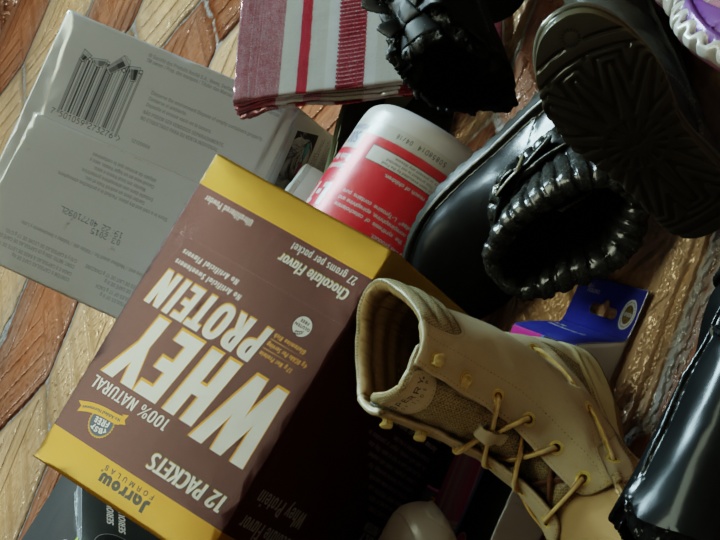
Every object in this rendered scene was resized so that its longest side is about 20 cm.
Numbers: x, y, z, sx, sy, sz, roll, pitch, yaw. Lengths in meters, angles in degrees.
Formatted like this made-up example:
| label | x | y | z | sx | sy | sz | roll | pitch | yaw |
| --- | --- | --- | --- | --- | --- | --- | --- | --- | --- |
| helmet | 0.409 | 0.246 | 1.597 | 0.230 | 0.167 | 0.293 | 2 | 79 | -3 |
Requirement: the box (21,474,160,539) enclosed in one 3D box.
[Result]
| label | x | y | z | sx | sy | sz | roll | pitch | yaw |
| --- | --- | --- | --- | --- | --- | --- | --- | --- | --- |
| box | -0.128 | 0.237 | 1.631 | 0.149 | 0.199 | 0.125 | -55 | 22 | 24 |

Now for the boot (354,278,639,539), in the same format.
| label | x | y | z | sx | sy | sz | roll | pitch | yaw |
| --- | --- | --- | --- | --- | --- | --- | --- | --- | --- |
| boot | 0.079 | 0.093 | 1.319 | 0.073 | 0.155 | 0.200 | -47 | 38 | 26 |

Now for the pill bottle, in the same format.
| label | x | y | z | sx | sy | sz | roll | pitch | yaw |
| --- | --- | --- | --- | --- | --- | --- | --- | --- | --- |
| pill bottle | 0.000 | 0.000 | 1.670 | 0.200 | 0.112 | 0.112 | -56 | 18 | -10 |

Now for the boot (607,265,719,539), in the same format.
| label | x | y | z | sx | sy | sz | roll | pitch | yaw |
| --- | --- | --- | --- | --- | --- | --- | --- | --- | --- |
| boot | 0.196 | 0.063 | 1.190 | 0.169 | 0.076 | 0.200 | -66 | 12 | -15 |

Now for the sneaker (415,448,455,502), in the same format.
| label | x | y | z | sx | sy | sz | roll | pitch | yaw |
| --- | --- | --- | --- | --- | --- | --- | --- | --- | --- |
| sneaker | 0.013 | 0.156 | 1.558 | 0.086 | 0.080 | 0.201 | -12 | 60 | 53 |

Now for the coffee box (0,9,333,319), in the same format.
| label | x | y | z | sx | sy | sz | roll | pitch | yaw |
| --- | --- | --- | --- | --- | --- | --- | --- | --- | --- |
| coffee box | -0.155 | -0.060 | 1.962 | 0.201 | 0.199 | 0.198 | -66 | -12 | -1 |

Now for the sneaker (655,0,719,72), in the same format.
| label | x | y | z | sx | sy | sz | roll | pitch | yaw |
| --- | --- | --- | --- | --- | --- | --- | --- | --- | --- |
| sneaker | 0.220 | -0.155 | 1.404 | 0.089 | 0.080 | 0.200 | -51 | 22 | 15 |

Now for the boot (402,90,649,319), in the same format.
| label | x | y | z | sx | sy | sz | roll | pitch | yaw |
| --- | --- | --- | --- | --- | --- | --- | --- | --- | --- |
| boot | 0.093 | -0.016 | 1.526 | 0.211 | 0.079 | 0.158 | -54 | 16 | 28 |

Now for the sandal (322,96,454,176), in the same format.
| label | x | y | z | sx | sy | sz | roll | pitch | yaw |
| --- | --- | --- | --- | --- | --- | --- | --- | --- | --- |
| sandal | 0.005 | -0.065 | 1.844 | 0.057 | 0.079 | 0.202 | 151 | 142 | -80 |

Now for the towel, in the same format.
| label | x | y | z | sx | sy | sz | roll | pitch | yaw |
| --- | --- | --- | --- | --- | --- | --- | --- | --- | --- |
| towel | 0.007 | -0.172 | 1.845 | 0.144 | 0.199 | 0.023 | -87 | -12 | -46 |

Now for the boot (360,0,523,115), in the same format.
| label | x | y | z | sx | sy | sz | roll | pitch | yaw |
| --- | --- | --- | --- | --- | --- | --- | --- | --- | --- |
| boot | 0.067 | -0.173 | 1.701 | 0.073 | 0.198 | 0.163 | -36 | 53 | 21 |

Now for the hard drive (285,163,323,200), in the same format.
| label | x | y | z | sx | sy | sz | roll | pitch | yaw |
| --- | --- | --- | --- | --- | --- | --- | --- | --- | --- |
| hard drive | -0.090 | 0.030 | 1.838 | 0.200 | 0.026 | 0.132 | -56 | -7 | -38 |

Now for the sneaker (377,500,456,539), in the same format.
| label | x | y | z | sx | sy | sz | roll | pitch | yaw |
| --- | --- | --- | --- | --- | --- | --- | --- | --- | --- |
| sneaker | -0.006 | 0.217 | 1.447 | 0.078 | 0.099 | 0.201 | 56 | 133 | 49 |

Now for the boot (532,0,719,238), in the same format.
| label | x | y | z | sx | sy | sz | roll | pitch | yaw |
| --- | --- | --- | --- | --- | --- | --- | --- | --- | --- |
| boot | 0.145 | -0.129 | 1.436 | 0.072 | 0.182 | 0.201 | -25 | 37 | 18 |

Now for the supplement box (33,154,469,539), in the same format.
| label | x | y | z | sx | sy | sz | roll | pitch | yaw |
| --- | --- | --- | --- | --- | --- | --- | --- | --- | --- |
| supplement box | -0.047 | 0.075 | 1.467 | 0.132 | 0.197 | 0.201 | 29 | 85 | 29 |

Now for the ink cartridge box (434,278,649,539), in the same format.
| label | x | y | z | sx | sy | sz | roll | pitch | yaw |
| --- | --- | --- | --- | --- | --- | --- | --- | --- | --- |
| ink cartridge box | 0.098 | 0.092 | 1.477 | 0.201 | 0.037 | 0.095 | -64 | 20 | -3 |
